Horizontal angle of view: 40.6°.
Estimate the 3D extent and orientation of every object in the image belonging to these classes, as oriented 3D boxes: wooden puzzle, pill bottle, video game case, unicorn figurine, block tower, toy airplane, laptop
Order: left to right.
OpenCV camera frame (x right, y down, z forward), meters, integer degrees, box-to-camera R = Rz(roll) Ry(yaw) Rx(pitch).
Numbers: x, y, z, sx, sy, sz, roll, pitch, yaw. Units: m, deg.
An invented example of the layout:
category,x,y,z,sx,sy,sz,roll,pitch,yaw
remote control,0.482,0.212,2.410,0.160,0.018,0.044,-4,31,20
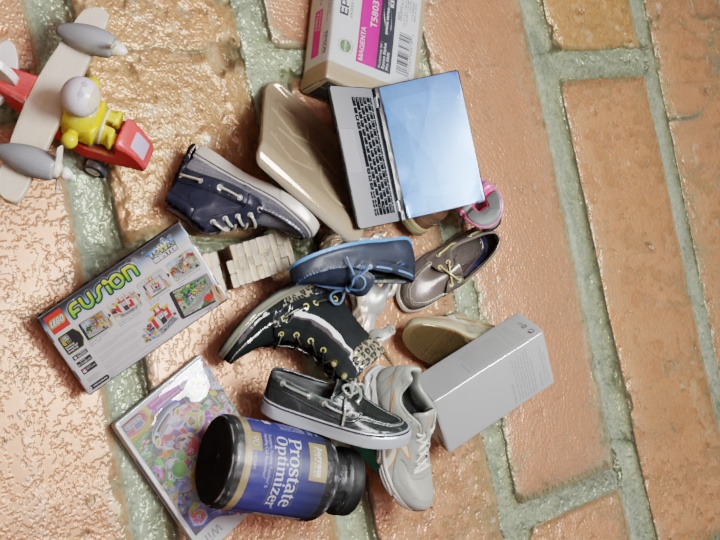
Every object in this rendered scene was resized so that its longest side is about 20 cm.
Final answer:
category,x,y,z,sx,sy,sz,roll,pitch,yaw
toy airplane,-0.346,-0.195,1.118,0.197,0.140,0.204,-20,94,-34
video game case,-0.201,0.230,1.221,0.143,0.018,0.202,-39,105,-33
block tower,-0.181,0.001,1.251,0.197,0.057,0.055,-19,93,-33
pill bottle,-0.096,0.249,1.211,0.197,0.111,0.114,16,73,-31
wooden puzzle,-0.073,-0.142,1.316,0.185,0.046,0.202,40,28,-25
unicorn figurine,0.012,0.022,1.376,0.200,0.074,0.137,46,68,-3
laptop,0.065,-0.168,1.320,0.199,0.114,0.191,-15,93,-61

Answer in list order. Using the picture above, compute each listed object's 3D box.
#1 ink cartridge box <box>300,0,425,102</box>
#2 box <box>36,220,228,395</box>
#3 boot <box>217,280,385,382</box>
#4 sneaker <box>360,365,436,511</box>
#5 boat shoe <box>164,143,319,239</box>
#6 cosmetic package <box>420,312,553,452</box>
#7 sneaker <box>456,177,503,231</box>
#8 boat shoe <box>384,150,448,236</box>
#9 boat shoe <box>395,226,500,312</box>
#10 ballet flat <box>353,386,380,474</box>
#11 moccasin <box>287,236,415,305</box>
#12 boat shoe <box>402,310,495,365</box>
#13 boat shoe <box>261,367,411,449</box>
category,x,y,z,sx,sy,sz,roll,pitch,yaw
ink cartridge box,0.007,-0.339,1.422,0.162,0.075,0.205,13,76,-33
box,-0.266,0.042,1.150,0.198,0.035,0.111,-34,102,-8
boot,-0.072,0.099,1.274,0.203,0.074,0.154,-36,84,-36
sneaker,0.067,0.221,1.292,0.075,0.091,0.204,-20,93,-48
boat shoe,-0.156,-0.072,1.247,0.198,0.075,0.094,29,70,4
cosmetic package,0.178,0.160,1.409,0.198,0.074,0.103,-28,122,-15
sneaker,0.149,-0.136,1.474,0.202,0.078,0.095,57,10,20
boat shoe,0.056,-0.144,1.414,0.201,0.067,0.072,49,32,-20
boat shoe,0.134,-0.004,1.461,0.199,0.059,0.073,-34,101,-33
ballet flat,0.002,0.207,1.336,0.200,0.067,0.073,44,54,-23
moccasin,0.000,0.000,1.282,0.197,0.080,0.070,-11,80,-32
boat shoe,0.139,0.097,1.451,0.197,0.073,0.066,12,36,-32
boat shoe,-0.025,0.168,1.232,0.195,0.074,0.069,17,106,1
